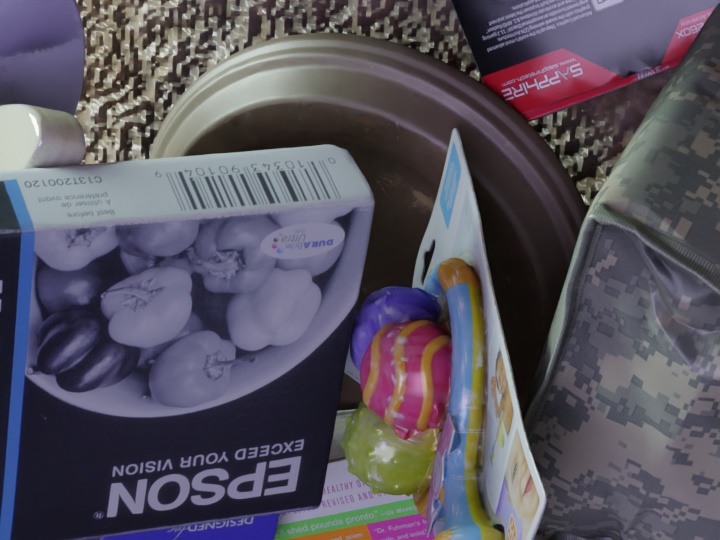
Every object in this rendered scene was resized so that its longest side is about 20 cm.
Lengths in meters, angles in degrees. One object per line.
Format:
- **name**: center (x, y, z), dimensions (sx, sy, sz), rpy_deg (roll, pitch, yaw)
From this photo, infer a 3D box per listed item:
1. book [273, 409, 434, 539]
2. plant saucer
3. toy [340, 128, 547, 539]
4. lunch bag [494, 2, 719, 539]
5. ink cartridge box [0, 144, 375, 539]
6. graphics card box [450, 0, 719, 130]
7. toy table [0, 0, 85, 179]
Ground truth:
- **book**: center (0.018, 0.152, 1.092), dimensions (0.133, 0.048, 0.201), rpy_deg (-9, 117, 20)
- **plant saucer**: center (0.000, 0.000, 1.050), dimensions (0.199, 0.030, 0.201), rpy_deg (12, 126, 17)
- **toy**: center (0.021, 0.052, 0.931), dimensions (0.047, 0.200, 0.116), rpy_deg (3, 128, -14)
- **lunch bag**: center (0.128, 0.030, 0.945), dimensions (0.117, 0.164, 0.201), rpy_deg (25, 132, 10)
- **ink cartridge box**: center (-0.105, 0.053, 0.940), dimensions (0.197, 0.043, 0.201), rpy_deg (-6, 129, -20)
- **graphics card box**: center (0.075, -0.168, 0.986), dimensions (0.125, 0.051, 0.201), rpy_deg (-19, 101, 24)
- **toy table**: center (-0.161, -0.020, 0.980), dimensions (0.183, 0.117, 0.200), rpy_deg (-1, 138, -25)
